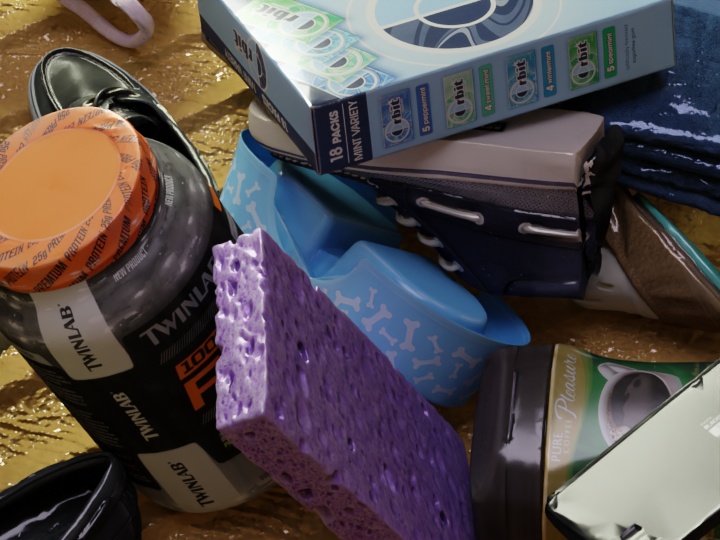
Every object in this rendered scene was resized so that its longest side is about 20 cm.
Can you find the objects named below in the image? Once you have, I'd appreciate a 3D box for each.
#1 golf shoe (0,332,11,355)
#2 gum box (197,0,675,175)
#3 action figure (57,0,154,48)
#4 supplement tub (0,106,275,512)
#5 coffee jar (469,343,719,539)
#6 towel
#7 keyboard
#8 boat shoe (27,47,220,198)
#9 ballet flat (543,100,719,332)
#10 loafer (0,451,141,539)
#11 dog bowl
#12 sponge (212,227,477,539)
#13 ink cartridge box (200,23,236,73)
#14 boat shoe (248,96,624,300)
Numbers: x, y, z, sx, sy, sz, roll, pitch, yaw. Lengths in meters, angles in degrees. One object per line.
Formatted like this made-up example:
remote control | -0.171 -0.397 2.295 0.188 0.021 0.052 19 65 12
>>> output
golf shoe | -0.227 -0.012 1.440 0.200 0.078 0.098 5 80 52
gum box | 0.036 -0.132 1.443 0.199 0.045 0.170 -18 36 -15
action figure | -0.214 -0.209 1.653 0.199 0.134 0.150 9 73 -10
supplement tub | -0.105 0.019 1.356 0.122 0.200 0.123 -15 49 18
coffee jar | 0.153 0.092 1.361 0.199 0.085 0.105 3 55 7
towel | 0.177 -0.124 1.485 0.111 0.049 0.200 15 52 6
keyboard | 0.190 0.084 1.301 0.200 0.040 0.104 -37 40 -14
boat shoe | -0.127 -0.071 1.553 0.068 0.057 0.200 -26 51 -19
ballet flat | 0.125 -0.027 1.482 0.072 0.068 0.200 -38 69 5
loafer | -0.196 0.150 1.344 0.200 0.071 0.068 -31 53 -22
dog bowl | 0.000 0.000 1.450 0.200 0.111 0.050 43 107 34
sponge | -0.004 0.078 1.319 0.030 0.200 0.112 -24 45 20
ink cartridge box | 0.033 -0.148 1.576 0.199 0.075 0.165 -21 45 -27
boat shoe | 0.036 -0.038 1.435 0.199 0.093 0.075 10 30 21
